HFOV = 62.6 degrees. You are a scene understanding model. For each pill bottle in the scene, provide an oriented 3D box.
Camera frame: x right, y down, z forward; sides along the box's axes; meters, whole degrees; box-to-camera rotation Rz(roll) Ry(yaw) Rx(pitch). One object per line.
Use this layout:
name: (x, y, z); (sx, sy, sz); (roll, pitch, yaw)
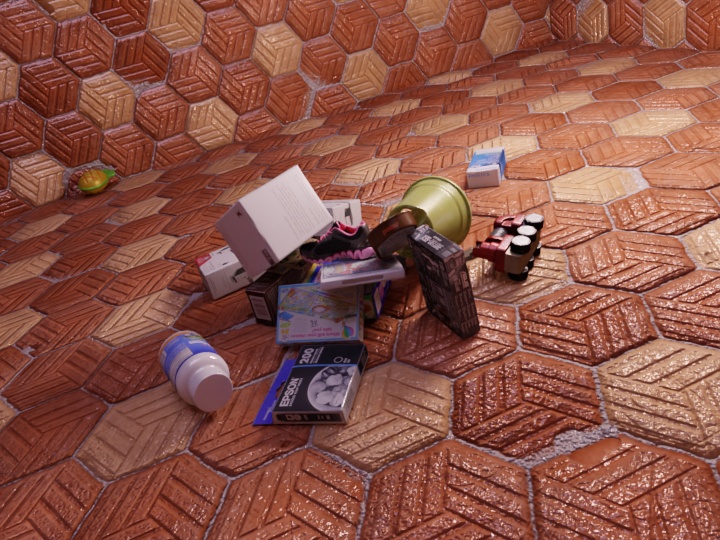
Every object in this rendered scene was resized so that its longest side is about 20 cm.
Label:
pill bottle: (-0.341, 0.211, 1.238); (0.111, 0.113, 0.199); (-29, 31, -25)

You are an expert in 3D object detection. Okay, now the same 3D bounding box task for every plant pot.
plant pot: (0.153, -0.116, 1.461); (0.198, 0.203, 0.184); (2, 19, 28)

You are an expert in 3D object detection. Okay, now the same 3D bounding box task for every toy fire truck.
toy fire truck: (0.321, -0.058, 1.423); (0.198, 0.130, 0.176); (14, 37, 26)

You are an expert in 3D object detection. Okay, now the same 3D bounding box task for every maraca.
maraca: (-1.294, -0.445, 2.902); (0.135, 0.108, 0.201); (14, 42, 19)

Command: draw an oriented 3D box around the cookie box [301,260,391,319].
cookie box: (-0.040, 0.046, 1.430); (0.197, 0.076, 0.172); (-5, 29, 18)

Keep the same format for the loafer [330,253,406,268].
loafer: (0.022, -0.012, 1.533); (0.197, 0.073, 0.063); (-2, 10, 12)

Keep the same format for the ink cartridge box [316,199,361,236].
ink cartridge box: (-0.100, -0.159, 1.761); (0.143, 0.085, 0.200); (1, 13, 24)

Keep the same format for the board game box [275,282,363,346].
board game box: (-0.091, 0.096, 1.323); (0.197, 0.034, 0.137); (-5, 72, 18)

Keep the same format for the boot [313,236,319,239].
boot: (-0.135, -0.071, 1.696); (0.198, 0.074, 0.090); (14, 33, 44)

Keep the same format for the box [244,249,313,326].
box: (-0.193, 0.039, 1.493); (0.074, 0.101, 0.200); (6, 34, 34)

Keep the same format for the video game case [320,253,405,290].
video game case: (0.000, 0.000, 1.328); (0.179, 0.023, 0.200); (-9, 11, -1)

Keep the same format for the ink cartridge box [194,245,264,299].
ink cartridge box: (-0.355, -0.015, 1.689); (0.198, 0.084, 0.147); (-25, 29, -18)

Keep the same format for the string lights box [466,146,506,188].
string lights box: (0.412, -0.338, 1.929); (0.101, 0.060, 0.201); (-3, 30, 23)

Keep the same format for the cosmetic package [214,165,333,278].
cosmetic package: (-0.209, -0.116, 1.432); (0.200, 0.166, 0.164); (-39, 8, -36)

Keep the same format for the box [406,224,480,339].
box: (0.173, 0.023, 1.235); (0.049, 0.202, 0.158); (-25, 29, -13)

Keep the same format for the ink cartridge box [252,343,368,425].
ink cartridge box: (-0.099, 0.222, 1.175); (0.197, 0.044, 0.199); (-6, 29, 18)

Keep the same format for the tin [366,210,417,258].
tin: (0.073, -0.075, 1.297); (0.111, 0.042, 0.200); (-27, -10, 3)

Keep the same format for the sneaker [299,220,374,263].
sneaker: (-0.060, -0.075, 1.415); (0.197, 0.096, 0.079); (-7, 30, 19)

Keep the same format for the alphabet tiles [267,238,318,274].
alphabet tiles: (-0.185, -0.042, 1.526); (0.198, 0.006, 0.166); (11, 38, 41)
